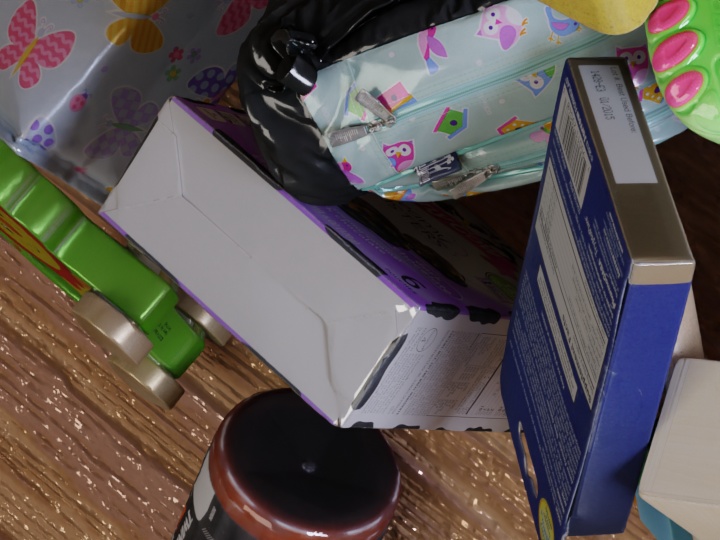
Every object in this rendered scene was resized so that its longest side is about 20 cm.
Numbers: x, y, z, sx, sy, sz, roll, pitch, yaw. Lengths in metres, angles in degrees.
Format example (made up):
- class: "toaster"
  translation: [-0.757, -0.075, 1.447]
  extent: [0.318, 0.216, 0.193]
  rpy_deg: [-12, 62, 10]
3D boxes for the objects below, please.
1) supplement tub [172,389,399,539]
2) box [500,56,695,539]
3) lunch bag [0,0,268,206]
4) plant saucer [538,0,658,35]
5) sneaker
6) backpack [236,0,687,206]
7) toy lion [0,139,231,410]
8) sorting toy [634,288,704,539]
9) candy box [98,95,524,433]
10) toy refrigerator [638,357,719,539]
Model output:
- class: "supplement tub"
  translation: [-0.055, 0.165, 1.559]
  extent: [0.107, 0.107, 0.200]
  rpy_deg: [43, 136, 19]
- class: "box"
  translation: [0.097, 0.024, 1.190]
  extent: [0.201, 0.032, 0.121]
  rpy_deg: [100, 163, -45]
- class: "lunch bag"
  translation: [-0.151, -0.152, 1.416]
  extent: [0.170, 0.127, 0.200]
  rpy_deg: [-50, 51, 4]
- class: "plant saucer"
  translation: [0.076, -0.225, 1.148]
  extent: [0.200, 0.200, 0.048]
  rpy_deg: [30, 175, 25]
- class: "sneaker"
  translation: [0.149, -0.142, 1.168]
  extent: [0.076, 0.084, 0.201]
  rpy_deg: [-3, 72, 18]
- class: "backpack"
  translation: [0.058, -0.106, 1.252]
  extent: [0.199, 0.167, 0.127]
  rpy_deg: [-15, 122, 17]
- class: "toy lion"
  translation: [-0.167, -0.020, 1.517]
  extent: [0.191, 0.069, 0.200]
  rpy_deg: [37, 171, 12]
- class: "sorting toy"
  translation: [0.125, 0.044, 1.279]
  extent: [0.200, 0.036, 0.186]
  rpy_deg: [-113, 10, -71]
- class: "candy box"
  translation: [0.000, 0.000, 1.339]
  extent: [0.168, 0.200, 0.072]
  rpy_deg: [40, 106, 25]
- class: "toy refrigerator"
  translation: [0.208, 0.104, 1.206]
  extent: [0.076, 0.070, 0.200]
  rpy_deg: [5, 159, 41]
